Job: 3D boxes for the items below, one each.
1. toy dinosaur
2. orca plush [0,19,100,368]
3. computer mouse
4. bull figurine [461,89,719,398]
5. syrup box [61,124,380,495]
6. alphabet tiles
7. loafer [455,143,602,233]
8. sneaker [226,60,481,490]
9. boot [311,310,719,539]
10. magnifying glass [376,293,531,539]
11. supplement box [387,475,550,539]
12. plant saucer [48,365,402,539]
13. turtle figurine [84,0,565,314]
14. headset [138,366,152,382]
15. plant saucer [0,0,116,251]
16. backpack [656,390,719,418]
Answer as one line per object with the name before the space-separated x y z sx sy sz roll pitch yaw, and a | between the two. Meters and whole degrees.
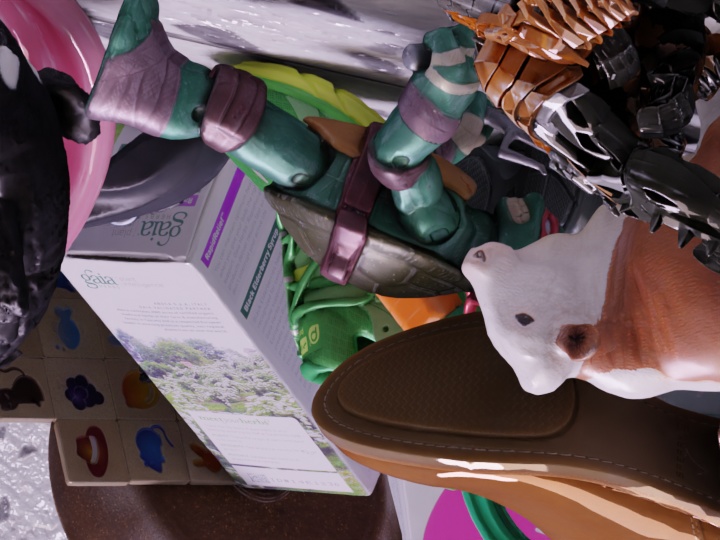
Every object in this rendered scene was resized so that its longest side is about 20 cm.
toy dinosaur | 0.076 -0.053 0.832 0.135 0.102 0.200 28 -163 8
orca plush | -0.141 -0.005 1.018 0.105 0.071 0.200 -1 136 -23
computer mouse | -0.124 -0.012 1.229 0.034 0.200 0.059 52 -157 -5
bull figurine | 0.136 -0.006 0.938 0.199 0.122 0.065 10 172 15
syrup box | -0.055 0.019 1.353 0.079 0.082 0.200 1 145 31
alphabet tiles | -0.102 0.031 1.448 0.200 0.167 0.006 3 149 -33
loafer | 0.081 -0.017 1.178 0.063 0.072 0.200 8 172 -15
sneaker | 0.000 0.000 1.135 0.200 0.084 0.074 49 162 7
boot | 0.088 0.095 1.021 0.199 0.074 0.155 5 134 21
magnifying glass | 0.042 0.036 1.083 0.080 0.200 0.022 -41 177 35
supplement box | 0.057 0.052 1.278 0.101 0.104 0.200 -8 -166 -1
plant saucer | -0.058 0.104 1.457 0.200 0.201 0.037 15 142 -24
turtle figurine | 0.007 -0.043 1.005 0.199 0.101 0.150 20 170 -5
headset | -0.155 -0.026 1.378 0.200 0.094 0.123 29 169 -26
plant saucer | -0.188 -0.045 1.050 0.200 0.201 0.051 19 -155 -45
backpack | 0.195 0.044 1.108 0.175 0.154 0.200 16 172 12
